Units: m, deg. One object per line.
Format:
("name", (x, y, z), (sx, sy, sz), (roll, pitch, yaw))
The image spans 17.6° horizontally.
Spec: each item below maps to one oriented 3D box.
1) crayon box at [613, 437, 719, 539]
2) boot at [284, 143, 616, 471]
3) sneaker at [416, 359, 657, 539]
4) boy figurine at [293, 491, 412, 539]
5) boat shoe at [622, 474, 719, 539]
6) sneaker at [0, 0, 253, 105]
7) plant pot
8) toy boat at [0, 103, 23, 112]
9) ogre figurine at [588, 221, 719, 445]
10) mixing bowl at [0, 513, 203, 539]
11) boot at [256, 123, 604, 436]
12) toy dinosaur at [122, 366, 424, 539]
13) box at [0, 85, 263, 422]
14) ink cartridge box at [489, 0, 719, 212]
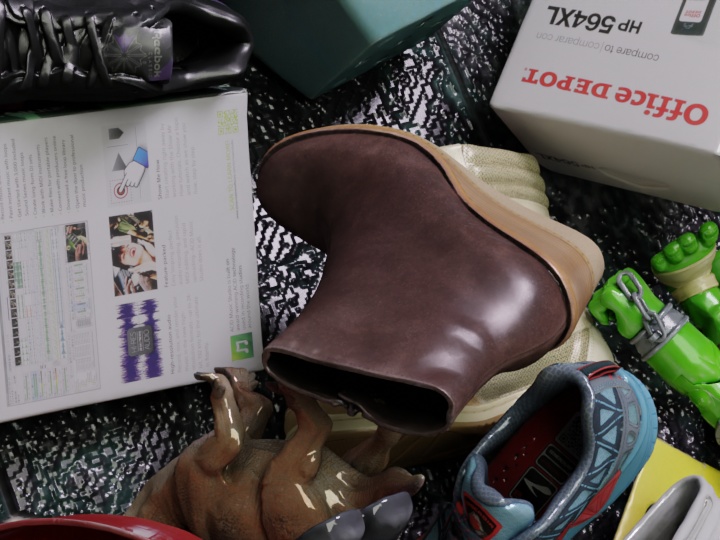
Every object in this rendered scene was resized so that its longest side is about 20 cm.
("crayon box", (0.208, 0.190, 1.223), (0.200, 0.051, 0.127), (31, 61, -10))
("boot", (0.032, 0.017, 1.205), (0.200, 0.073, 0.156), (-10, 74, -28))
("sneaker", (0.061, 0.123, 1.128), (0.079, 0.096, 0.200), (32, 90, 26))
("boy figurine", (0.025, 0.195, 0.940), (0.124, 0.064, 0.200), (-7, 65, -51))
("boat shoe", (0.117, 0.166, 1.114), (0.200, 0.073, 0.065), (-35, 99, -46))
("sneaker", (-0.134, -0.112, 1.080), (0.200, 0.087, 0.076), (-11, 109, -47))
("plant pot", (-0.028, -0.207, 1.239), (0.141, 0.141, 0.200), (-31, 88, -30))
("toy boat", (-0.218, -0.143, 1.129), (0.130, 0.131, 0.201), (7, 66, -20))
("ogre figurine", (0.220, 0.036, 1.269), (0.120, 0.098, 0.200), (60, 24, 15))
("mixing bowl", (-0.105, 0.188, 1.030), (0.200, 0.200, 0.108), (49, 20, 1))
("boot", (0.000, 0.000, 1.087), (0.200, 0.073, 0.166), (19, 33, 27))
("toy dinosaur", (-0.041, 0.117, 1.087), (0.086, 0.200, 0.136), (5, 90, -56))
("box", (-0.142, -0.007, 1.116), (0.200, 0.036, 0.145), (-10, 103, -33))
("ink cartridge box", (0.179, -0.146, 1.260), (0.084, 0.146, 0.200), (40, 69, -54))
